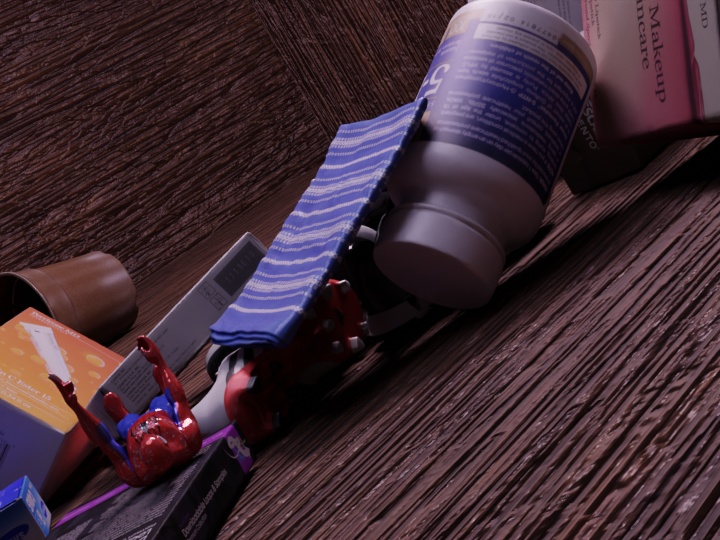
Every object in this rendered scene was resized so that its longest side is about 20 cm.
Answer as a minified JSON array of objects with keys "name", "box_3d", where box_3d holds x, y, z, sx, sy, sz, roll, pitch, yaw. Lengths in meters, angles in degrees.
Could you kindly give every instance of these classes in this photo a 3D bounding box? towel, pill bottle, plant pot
[{"name":"towel","box_3d":[-0.032,-0.031,0.947,0.201,0.024,0.145,-60,18,-14]},{"name":"pill bottle","box_3d":[0.085,-0.081,0.962,0.119,0.119,0.202,-18,44,58]},{"name":"plant pot","box_3d":[-0.499,0.069,2.292,0.199,0.202,0.197,-23,2,45]}]

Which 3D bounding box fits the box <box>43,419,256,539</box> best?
[{"name":"box","box_3d":[-0.148,0.168,0.804,0.142,0.036,0.200,-29,7,15]}]

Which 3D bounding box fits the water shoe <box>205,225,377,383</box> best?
[{"name":"water shoe","box_3d":[-0.058,0.018,1.118,0.200,0.071,0.079,-40,20,23]}]

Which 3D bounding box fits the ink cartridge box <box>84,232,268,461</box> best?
[{"name":"ink cartridge box","box_3d":[-0.170,0.071,1.204,0.200,0.044,0.174,-49,3,-28]}]

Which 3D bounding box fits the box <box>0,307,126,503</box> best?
[{"name":"box","box_3d":[-0.307,0.127,1.238,0.098,0.123,0.200,-62,0,15]}]

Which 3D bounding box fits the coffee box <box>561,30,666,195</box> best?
[{"name":"coffee box","box_3d":[0.233,-0.165,1.161,0.079,0.114,0.200,-22,12,48]}]

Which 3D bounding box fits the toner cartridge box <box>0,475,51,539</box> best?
[{"name":"toner cartridge box","box_3d":[-0.339,0.240,1.050,0.199,0.043,0.095,-33,9,-9]}]

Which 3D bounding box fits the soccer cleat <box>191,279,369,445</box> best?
[{"name":"soccer cleat","box_3d":[-0.061,0.067,0.997,0.085,0.069,0.200,-21,17,34]}]

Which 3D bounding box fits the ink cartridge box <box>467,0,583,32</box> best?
[{"name":"ink cartridge box","box_3d":[0.215,-0.243,1.323,0.198,0.147,0.083,-3,-9,-17]}]

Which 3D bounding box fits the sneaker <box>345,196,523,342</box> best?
[{"name":"sneaker","box_3d":[0.065,-0.032,1.041,0.199,0.091,0.066,-35,10,-29]}]

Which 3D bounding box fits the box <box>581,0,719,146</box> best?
[{"name":"box","box_3d":[0.245,-0.161,0.927,0.108,0.130,0.200,-7,1,-14]}]

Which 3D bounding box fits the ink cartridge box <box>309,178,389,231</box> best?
[{"name":"ink cartridge box","box_3d":[0.036,-0.078,1.267,0.199,0.044,0.198,-27,-10,-15]}]

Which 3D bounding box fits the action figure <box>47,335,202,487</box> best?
[{"name":"action figure","box_3d":[-0.151,0.080,0.877,0.065,0.100,0.200,-32,14,-8]}]
